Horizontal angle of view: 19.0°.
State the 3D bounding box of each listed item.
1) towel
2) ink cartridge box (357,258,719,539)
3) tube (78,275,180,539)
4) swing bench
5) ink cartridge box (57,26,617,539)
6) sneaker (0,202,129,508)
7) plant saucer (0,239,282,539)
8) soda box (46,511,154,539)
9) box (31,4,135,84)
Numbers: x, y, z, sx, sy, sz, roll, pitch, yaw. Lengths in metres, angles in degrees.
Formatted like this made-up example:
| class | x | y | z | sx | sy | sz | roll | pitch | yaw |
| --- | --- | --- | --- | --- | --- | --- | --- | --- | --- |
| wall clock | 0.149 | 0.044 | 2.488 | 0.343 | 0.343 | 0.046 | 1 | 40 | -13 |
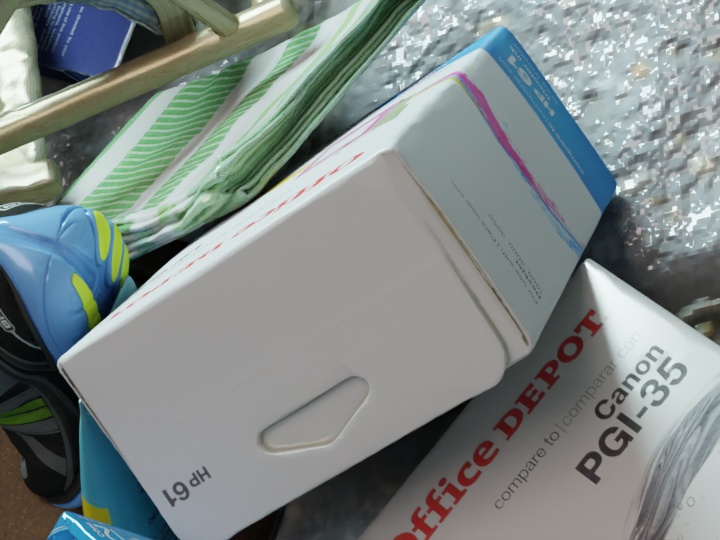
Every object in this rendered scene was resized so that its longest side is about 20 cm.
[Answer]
| class | x | y | z | sx | sy | sz | roll | pitch | yaw |
| --- | --- | --- | --- | --- | --- | --- | --- | --- | --- |
| towel | -0.067 | -0.053 | 0.874 | 0.199 | 0.023 | 0.153 | -21 | 24 | 52 |
| ink cartridge box | 0.110 | 0.112 | 0.710 | 0.147 | 0.083 | 0.200 | -50 | 51 | -4 |
| tube | -0.079 | 0.107 | 0.801 | 0.050 | 0.201 | 0.078 | -2 | 33 | 4 |
| swing bench | -0.152 | -0.148 | 0.926 | 0.199 | 0.129 | 0.200 | -34 | 47 | 25 |
| ink cartridge box | 0.000 | 0.000 | 0.768 | 0.144 | 0.200 | 0.085 | -33 | 98 | 21 |
| sneaker | -0.128 | 0.029 | 0.826 | 0.082 | 0.200 | 0.071 | 13 | 63 | 8 |
| plant saucer | -0.117 | 0.077 | 0.932 | 0.199 | 0.034 | 0.202 | -14 | 64 | 31 |
| soda box | -0.037 | 0.146 | 0.740 | 0.064 | 0.200 | 0.068 | 33 | 93 | 39 |
| box | -0.157 | -0.158 | 1.050 | 0.199 | 0.032 | 0.122 | 18 | 84 | 41 |
